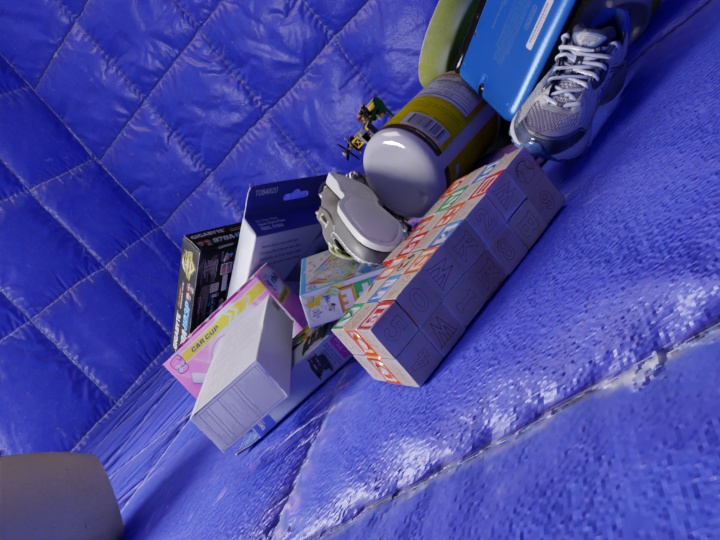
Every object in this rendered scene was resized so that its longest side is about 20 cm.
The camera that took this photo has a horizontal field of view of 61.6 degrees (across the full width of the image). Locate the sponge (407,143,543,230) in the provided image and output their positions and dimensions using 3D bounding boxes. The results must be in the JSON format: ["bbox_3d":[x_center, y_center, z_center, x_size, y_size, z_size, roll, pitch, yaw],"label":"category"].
[{"bbox_3d":[0.131,-0.096,0.712,0.112,0.030,0.200,-45,9,-13],"label":"sponge"}]

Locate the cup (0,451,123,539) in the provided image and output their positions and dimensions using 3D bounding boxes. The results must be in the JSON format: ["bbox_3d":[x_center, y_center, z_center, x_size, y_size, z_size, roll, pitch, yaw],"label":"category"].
[{"bbox_3d":[-0.364,0.296,0.707,0.141,0.205,0.199,-20,-4,-34],"label":"cup"}]

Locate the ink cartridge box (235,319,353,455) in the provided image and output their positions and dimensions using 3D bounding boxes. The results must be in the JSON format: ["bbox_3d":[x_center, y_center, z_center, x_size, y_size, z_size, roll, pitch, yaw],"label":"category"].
[{"bbox_3d":[-0.066,0.103,0.665,0.200,0.042,0.120,-44,10,7],"label":"ink cartridge box"}]

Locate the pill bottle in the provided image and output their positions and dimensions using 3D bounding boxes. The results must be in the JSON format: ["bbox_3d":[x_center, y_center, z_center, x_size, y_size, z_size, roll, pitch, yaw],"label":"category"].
[{"bbox_3d":[0.096,-0.161,0.718,0.200,0.110,0.109,-47,11,-34],"label":"pill bottle"}]

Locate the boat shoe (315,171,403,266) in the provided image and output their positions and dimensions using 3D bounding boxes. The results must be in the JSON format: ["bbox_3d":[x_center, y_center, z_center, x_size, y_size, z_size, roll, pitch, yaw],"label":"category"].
[{"bbox_3d":[-0.007,-0.046,0.641,0.061,0.070,0.203,-66,21,18],"label":"boat shoe"}]

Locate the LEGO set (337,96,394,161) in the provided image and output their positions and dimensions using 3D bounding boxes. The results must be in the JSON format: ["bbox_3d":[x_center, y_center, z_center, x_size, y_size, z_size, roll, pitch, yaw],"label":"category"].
[{"bbox_3d":[0.044,-0.264,1.331,0.115,0.198,0.157,-35,33,42],"label":"LEGO set"}]

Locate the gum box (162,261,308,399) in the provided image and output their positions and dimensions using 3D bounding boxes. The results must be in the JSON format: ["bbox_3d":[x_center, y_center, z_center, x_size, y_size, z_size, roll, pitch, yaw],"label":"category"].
[{"bbox_3d":[-0.164,0.103,0.826,0.199,0.114,0.066,-41,10,15],"label":"gum box"}]

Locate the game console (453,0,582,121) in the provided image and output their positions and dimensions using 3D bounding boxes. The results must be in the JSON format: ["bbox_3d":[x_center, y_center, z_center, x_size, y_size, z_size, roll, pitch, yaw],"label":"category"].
[{"bbox_3d":[0.190,-0.290,0.642,0.116,0.172,0.203,-11,-40,-31],"label":"game console"}]

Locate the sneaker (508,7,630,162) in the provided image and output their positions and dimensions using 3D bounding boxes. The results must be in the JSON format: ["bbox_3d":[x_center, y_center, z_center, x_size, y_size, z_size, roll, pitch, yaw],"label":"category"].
[{"bbox_3d":[0.199,-0.183,0.566,0.201,0.076,0.086,-52,-26,-32],"label":"sneaker"}]

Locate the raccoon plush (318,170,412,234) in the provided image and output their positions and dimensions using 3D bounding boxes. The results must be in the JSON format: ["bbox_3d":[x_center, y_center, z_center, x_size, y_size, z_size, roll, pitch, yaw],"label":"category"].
[{"bbox_3d":[0.009,-0.120,0.861,0.097,0.133,0.202,-43,31,24],"label":"raccoon plush"}]

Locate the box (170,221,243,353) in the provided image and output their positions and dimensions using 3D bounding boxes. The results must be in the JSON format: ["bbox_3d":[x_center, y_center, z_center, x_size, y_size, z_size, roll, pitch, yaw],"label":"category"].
[{"bbox_3d":[-0.199,0.029,0.909,0.157,0.046,0.204,-20,-45,-46],"label":"box"}]

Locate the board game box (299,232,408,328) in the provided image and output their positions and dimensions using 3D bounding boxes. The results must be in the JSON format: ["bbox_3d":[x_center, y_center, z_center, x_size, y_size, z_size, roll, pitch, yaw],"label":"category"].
[{"bbox_3d":[0.000,0.000,0.667,0.131,0.035,0.200,-19,12,-1],"label":"board game box"}]

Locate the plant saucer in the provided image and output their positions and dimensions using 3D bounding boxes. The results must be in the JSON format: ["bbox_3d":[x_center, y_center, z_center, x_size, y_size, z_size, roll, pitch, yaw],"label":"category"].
[{"bbox_3d":[0.143,-0.317,0.764,0.201,0.031,0.201,-50,-16,-19],"label":"plant saucer"}]

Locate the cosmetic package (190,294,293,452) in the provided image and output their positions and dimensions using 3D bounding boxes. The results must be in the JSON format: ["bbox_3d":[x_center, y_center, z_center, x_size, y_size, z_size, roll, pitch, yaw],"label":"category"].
[{"bbox_3d":[-0.113,0.096,0.621,0.082,0.051,0.200,-39,14,5],"label":"cosmetic package"}]

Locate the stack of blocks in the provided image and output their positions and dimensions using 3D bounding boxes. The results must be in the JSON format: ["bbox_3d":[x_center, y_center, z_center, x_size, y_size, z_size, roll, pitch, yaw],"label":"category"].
[{"bbox_3d":[0.067,-0.002,0.505,0.200,0.059,0.115,-48,11,-19],"label":"stack of blocks"}]

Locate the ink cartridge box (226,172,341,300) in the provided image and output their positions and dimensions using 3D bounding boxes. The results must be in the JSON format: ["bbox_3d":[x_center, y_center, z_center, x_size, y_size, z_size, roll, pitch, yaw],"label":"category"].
[{"bbox_3d":[-0.102,-0.037,0.901,0.197,0.040,0.204,-20,-45,-48],"label":"ink cartridge box"}]

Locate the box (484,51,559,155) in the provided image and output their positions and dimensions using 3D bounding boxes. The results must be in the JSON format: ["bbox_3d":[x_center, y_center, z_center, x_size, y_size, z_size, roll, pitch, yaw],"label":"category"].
[{"bbox_3d":[0.194,-0.252,0.883,0.201,0.105,0.147,-51,12,-33],"label":"box"}]

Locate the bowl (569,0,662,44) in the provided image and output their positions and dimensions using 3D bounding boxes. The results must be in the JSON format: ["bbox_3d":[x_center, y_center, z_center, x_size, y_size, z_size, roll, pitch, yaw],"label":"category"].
[{"bbox_3d":[0.296,-0.334,0.736,0.199,0.197,0.110,-35,55,39],"label":"bowl"}]
